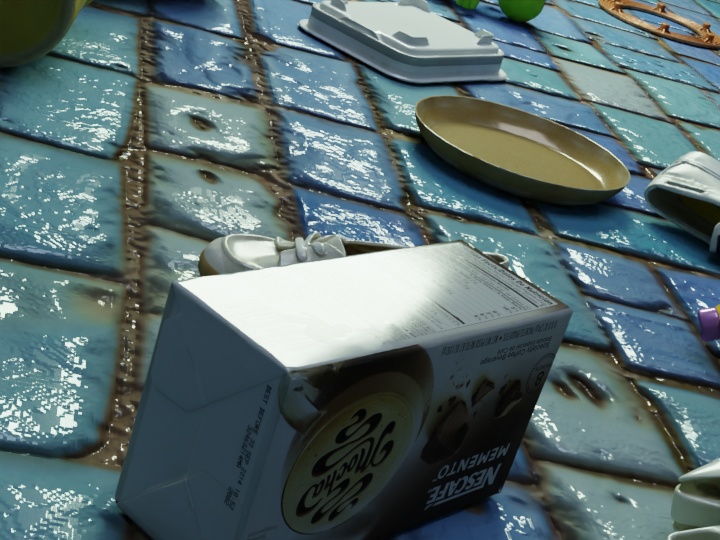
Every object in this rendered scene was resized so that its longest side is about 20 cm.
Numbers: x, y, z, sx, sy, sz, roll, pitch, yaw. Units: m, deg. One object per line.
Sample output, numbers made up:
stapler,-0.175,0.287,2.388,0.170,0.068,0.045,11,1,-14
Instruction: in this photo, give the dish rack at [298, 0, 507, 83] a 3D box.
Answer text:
dish rack,0.052,-0.250,1.485,0.171,0.044,0.199,34,28,31

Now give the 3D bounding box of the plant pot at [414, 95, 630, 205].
plant pot,0.139,-0.103,1.235,0.199,0.028,0.200,15,24,-7

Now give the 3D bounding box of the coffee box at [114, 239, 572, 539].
coffee box,-0.003,0.059,0.647,0.080,0.114,0.199,34,27,33

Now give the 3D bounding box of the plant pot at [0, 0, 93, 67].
plant pot,-0.281,-0.263,1.100,0.200,0.201,0.189,12,39,-14

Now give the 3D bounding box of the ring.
ring,0.454,-0.379,2.109,0.199,0.019,0.201,15,24,-7

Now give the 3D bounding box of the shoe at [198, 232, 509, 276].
shoe,0.000,0.000,0.860,0.199,0.054,0.070,10,24,-18

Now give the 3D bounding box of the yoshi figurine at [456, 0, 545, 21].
yoshi figurine,0.157,-0.368,1.804,0.199,0.113,0.112,8,-20,11

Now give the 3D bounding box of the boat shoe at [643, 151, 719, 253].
boat shoe,0.322,-0.030,1.171,0.070,0.071,0.200,-31,51,-26

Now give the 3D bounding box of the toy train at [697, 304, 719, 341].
toy train,0.319,0.038,0.959,0.150,0.056,0.200,-5,8,35

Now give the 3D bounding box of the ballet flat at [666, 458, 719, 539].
ballet flat,0.188,0.133,0.695,0.071,0.070,0.200,3,19,16
